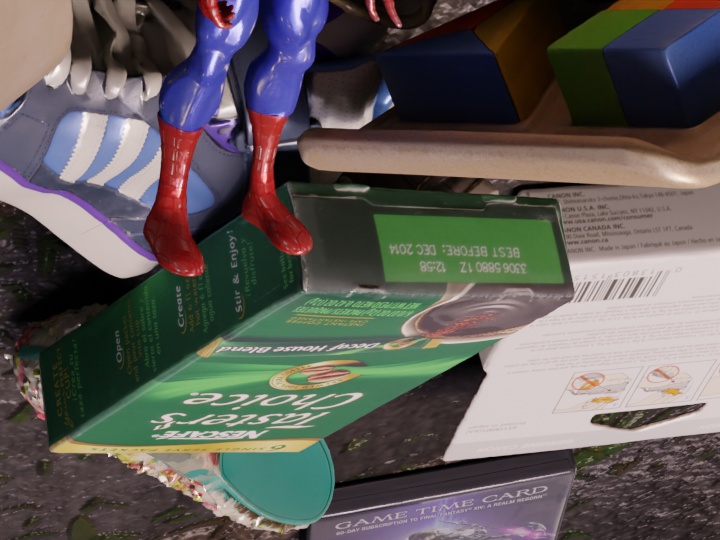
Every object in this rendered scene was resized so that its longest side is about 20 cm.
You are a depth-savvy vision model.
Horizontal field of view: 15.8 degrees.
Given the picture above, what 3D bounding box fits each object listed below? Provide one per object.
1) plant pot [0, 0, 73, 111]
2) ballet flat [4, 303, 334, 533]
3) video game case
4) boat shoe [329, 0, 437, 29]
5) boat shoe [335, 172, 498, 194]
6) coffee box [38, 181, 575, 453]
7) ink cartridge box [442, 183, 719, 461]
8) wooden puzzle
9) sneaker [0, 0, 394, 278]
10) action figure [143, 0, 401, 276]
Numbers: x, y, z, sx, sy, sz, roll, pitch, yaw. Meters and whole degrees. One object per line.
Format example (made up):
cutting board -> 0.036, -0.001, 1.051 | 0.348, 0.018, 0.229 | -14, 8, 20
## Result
plant pot -> -0.182, -0.083, 0.721 | 0.173, 0.201, 0.200 | -25, 155, -18
ballet flat -> -0.082, 0.061, 1.141 | 0.064, 0.076, 0.200 | 6, 160, 34
video game case -> 0.036, 0.156, 1.400 | 0.142, 0.019, 0.200 | -9, 151, -9
boat shoe -> -0.045, -0.132, 0.792 | 0.073, 0.063, 0.200 | -29, 148, 26
boat shoe -> 0.000, 0.000, 1.076 | 0.067, 0.057, 0.200 | -40, 171, -32
coffee box -> -0.025, 0.023, 0.968 | 0.122, 0.044, 0.200 | 3, 160, -35
ink cartridge box -> 0.144, 0.020, 1.175 | 0.199, 0.044, 0.174 | -4, 151, -17
wooden puzzle -> 0.099, -0.084, 0.828 | 0.199, 0.047, 0.185 | -30, -160, -31
sneaker -> -0.066, -0.078, 0.874 | 0.146, 0.081, 0.200 | -28, 147, 14
action figure -> -0.026, -0.094, 0.768 | 0.065, 0.052, 0.201 | -9, 122, -28
